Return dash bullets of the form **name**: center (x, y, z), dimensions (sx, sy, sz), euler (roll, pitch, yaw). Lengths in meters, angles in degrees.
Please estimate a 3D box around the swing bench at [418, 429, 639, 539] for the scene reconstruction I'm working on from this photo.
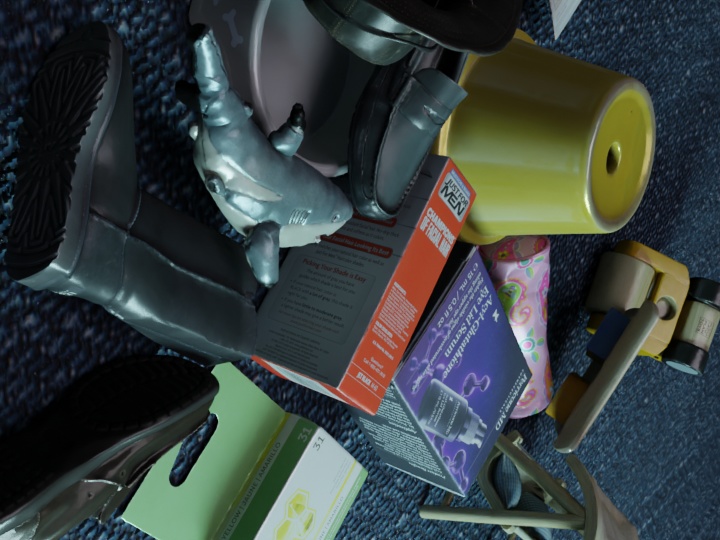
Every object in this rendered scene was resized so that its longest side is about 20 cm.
- **swing bench**: center (0.206, 0.275, 1.023), dimensions (0.131, 0.198, 0.199), euler (-60, 140, -17)

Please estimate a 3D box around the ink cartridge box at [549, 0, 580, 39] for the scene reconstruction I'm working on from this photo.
- **ink cartridge box**: center (0.193, -0.361, 0.931), dimensions (0.161, 0.047, 0.201), euler (-57, 144, -22)

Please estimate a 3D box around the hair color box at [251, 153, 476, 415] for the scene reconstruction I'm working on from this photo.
- **hair color box**: center (0.000, 0.000, 0.752), dimensions (0.064, 0.110, 0.202), euler (42, 70, -49)

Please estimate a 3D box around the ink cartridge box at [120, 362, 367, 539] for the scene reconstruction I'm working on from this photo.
- **ink cartridge box**: center (-0.083, 0.182, 0.761), dimensions (0.147, 0.048, 0.200), euler (-59, 141, -19)

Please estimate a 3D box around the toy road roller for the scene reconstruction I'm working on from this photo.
- **toy road roller**: center (0.377, 0.054, 1.253), dimensions (0.198, 0.146, 0.124), euler (25, 81, -13)

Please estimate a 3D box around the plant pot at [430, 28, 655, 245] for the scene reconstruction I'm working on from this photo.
- **plant pot**: center (0.149, -0.114, 0.837), dimensions (0.199, 0.187, 0.204), euler (-19, 117, -45)

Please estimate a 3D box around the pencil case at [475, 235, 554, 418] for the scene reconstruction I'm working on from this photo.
- **pencil case**: center (0.162, 0.054, 0.996), dimensions (0.087, 0.087, 0.203), euler (-32, 124, -41)

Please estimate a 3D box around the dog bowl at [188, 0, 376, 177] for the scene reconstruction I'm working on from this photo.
- **dog bowl**: center (-0.036, -0.162, 0.697), dimensions (0.199, 0.058, 0.203), euler (-20, 117, -47)

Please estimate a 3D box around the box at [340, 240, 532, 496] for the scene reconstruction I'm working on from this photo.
- **box**: center (0.061, 0.085, 0.859), dimensions (0.149, 0.103, 0.201), euler (-56, 137, -23)

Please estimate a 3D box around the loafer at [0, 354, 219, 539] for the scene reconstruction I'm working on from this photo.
- **loafer**: center (-0.177, 0.123, 0.616), dimensions (0.199, 0.073, 0.072), euler (-30, 135, -39)

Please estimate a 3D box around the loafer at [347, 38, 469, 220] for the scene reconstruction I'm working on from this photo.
- **loafer**: center (0.044, -0.135, 0.701), dimensions (0.068, 0.070, 0.203), euler (21, 85, -51)

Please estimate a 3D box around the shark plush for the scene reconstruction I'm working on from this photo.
- **shark plush**: center (-0.070, -0.086, 0.622), dimensions (0.082, 0.091, 0.201), euler (-27, 129, -1)

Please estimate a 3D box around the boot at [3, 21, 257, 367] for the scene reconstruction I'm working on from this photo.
- **boot**: center (-0.130, -0.039, 0.612), dimensions (0.200, 0.065, 0.167), euler (33, 62, -55)

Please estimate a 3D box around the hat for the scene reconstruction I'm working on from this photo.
- **hat**: center (0.016, -0.191, 0.626), dimensions (0.199, 0.201, 0.081), euler (-20, 157, -46)

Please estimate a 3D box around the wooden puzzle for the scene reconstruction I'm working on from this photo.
- **wooden puzzle**: center (0.266, 0.112, 1.067), dimensions (0.187, 0.046, 0.200), euler (-58, 169, 3)
